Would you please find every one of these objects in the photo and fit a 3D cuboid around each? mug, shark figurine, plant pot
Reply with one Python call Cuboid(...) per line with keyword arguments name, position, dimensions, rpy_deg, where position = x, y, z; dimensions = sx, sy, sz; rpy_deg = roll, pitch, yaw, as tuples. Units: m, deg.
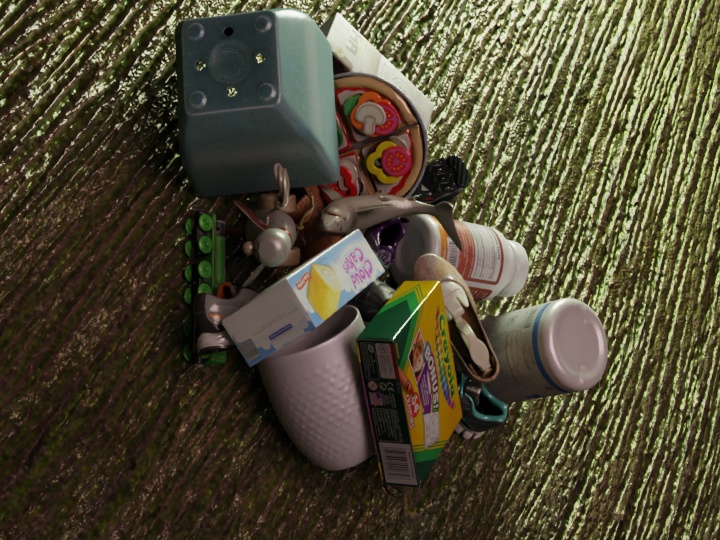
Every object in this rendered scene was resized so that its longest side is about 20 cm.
Cuboid(name="mug", position=(-0.026, 0.145, 1.431), dimensions=(0.199, 0.146, 0.178), rpy_deg=(-35, 112, -43))
Cuboid(name="shark figurine", position=(0.025, -0.061, 1.486), dimensions=(0.211, 0.128, 0.091), rpy_deg=(-4, 112, -24))
Cuboid(name="plant pot", position=(-0.137, -0.220, 1.353), dimensions=(0.192, 0.200, 0.200), rpy_deg=(-5, 78, 5))

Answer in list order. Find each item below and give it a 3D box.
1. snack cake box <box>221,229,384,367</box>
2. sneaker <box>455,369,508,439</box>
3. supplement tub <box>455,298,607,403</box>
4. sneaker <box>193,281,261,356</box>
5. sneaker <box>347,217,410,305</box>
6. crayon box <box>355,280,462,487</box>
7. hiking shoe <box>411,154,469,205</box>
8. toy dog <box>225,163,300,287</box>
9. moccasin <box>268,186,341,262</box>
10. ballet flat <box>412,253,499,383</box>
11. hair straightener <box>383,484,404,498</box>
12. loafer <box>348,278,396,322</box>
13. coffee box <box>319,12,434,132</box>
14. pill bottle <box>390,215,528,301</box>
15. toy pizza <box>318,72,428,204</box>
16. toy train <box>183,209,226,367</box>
Cuboid(name="snack cake box", position=(-0.066, 0.030, 1.337), dimensions=(0.068, 0.114, 0.200), rpy_deg=(56, 32, -3))
Cuboid(name="sneaker", position=(0.135, 0.165, 1.580), dimensions=(0.199, 0.091, 0.079), rpy_deg=(36, 59, -24))
Cuboid(name="supplement tub", position=(0.248, 0.121, 1.608), dimensions=(0.130, 0.199, 0.135), rpy_deg=(10, 72, -33))
Cuboid(name="sneaker", position=(-0.138, 0.048, 1.384), dimensions=(0.199, 0.073, 0.081), rpy_deg=(-16, 91, -61))
Cuboid(name="sneaker", position=(0.000, 0.000, 1.521), dimensions=(0.074, 0.087, 0.202), rpy_deg=(40, 58, -22))
Cuboid(name="crayon box", position=(0.066, 0.140, 1.406), dimensions=(0.173, 0.057, 0.204), rpy_deg=(-44, 129, -56))
Cuboid(name="hiking shoe", position=(0.062, -0.107, 1.604), dimensions=(0.196, 0.087, 0.076), rpy_deg=(-9, 69, -15))
Cuboid(name="toy dog", position=(-0.128, -0.045, 1.363), dimensions=(0.094, 0.200, 0.135), rpy_deg=(-4, 78, 1))
Cuboid(name="moccasin", position=(-0.082, -0.084, 1.480), dimensions=(0.077, 0.073, 0.205), rpy_deg=(-21, 92, -63))
Cuboid(name="ballet flat", position=(0.137, 0.068, 1.510), dimensions=(0.067, 0.067, 0.202), rpy_deg=(-32, 102, -1))
Cuboid(name="hair straightener", position=(0.053, 0.208, 1.515), dimensions=(0.040, 0.077, 0.204), rpy_deg=(4, 81, -11))
Cuboid(name="loafer", position=(0.063, 0.071, 1.531), dimensions=(0.199, 0.072, 0.074), rpy_deg=(22, 97, -53))
Cuboid(name="coffee box", position=(-0.005, -0.246, 1.556), dimensions=(0.199, 0.112, 0.081), rpy_deg=(39, 45, -22))
Cuboid(name="pill bottle", position=(0.148, -0.015, 1.623), dimensions=(0.197, 0.111, 0.115), rpy_deg=(9, 73, -35))
Cuboid(name="toy pizza", position=(-0.006, -0.166, 1.500), dimensions=(0.202, 0.198, 0.032), rpy_deg=(56, 22, -11))
Cuboid(name="toy train", position=(-0.193, 0.023, 1.402), dimensions=(0.056, 0.041, 0.204), rpy_deg=(13, 71, -44))
